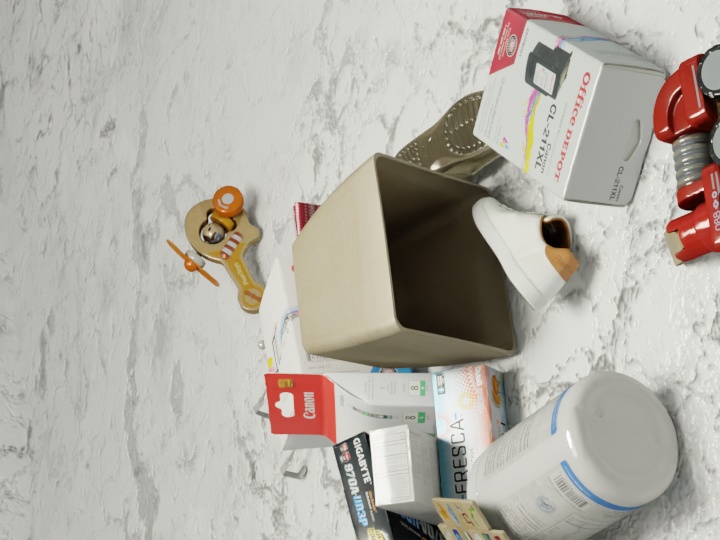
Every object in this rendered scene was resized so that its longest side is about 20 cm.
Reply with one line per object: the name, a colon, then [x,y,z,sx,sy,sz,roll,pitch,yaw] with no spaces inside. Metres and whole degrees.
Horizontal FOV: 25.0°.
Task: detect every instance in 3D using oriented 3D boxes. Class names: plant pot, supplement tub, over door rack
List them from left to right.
over door rack: [-0.101,0.167,2.243,0.148,0.066,0.202,60,137,48]
plant pot: [0.034,0.013,1.811,0.176,0.198,0.203,-26,63,39]
supplement tub: [0.204,0.193,1.581,0.200,0.130,0.134,-44,49,52]

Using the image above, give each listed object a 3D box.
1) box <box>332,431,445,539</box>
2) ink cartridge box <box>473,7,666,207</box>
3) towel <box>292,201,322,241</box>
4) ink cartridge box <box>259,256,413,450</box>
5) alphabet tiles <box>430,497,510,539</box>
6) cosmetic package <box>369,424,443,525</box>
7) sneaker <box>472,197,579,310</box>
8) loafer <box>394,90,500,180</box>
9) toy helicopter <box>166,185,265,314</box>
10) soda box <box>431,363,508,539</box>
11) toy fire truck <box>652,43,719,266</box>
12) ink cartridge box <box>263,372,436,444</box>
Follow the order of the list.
box: [0.045,0.288,1.821,0.046,0.200,0.160,-25,56,14]
ink cartridge box: [0.211,-0.170,1.665,0.200,0.082,0.147,45,125,56]
towel: [0.000,0.000,1.934,0.022,0.198,0.147,-23,67,44]
ink cartridge box: [-0.033,0.098,2.012,0.145,0.145,0.202,115,148,-57]
alphabet tiles: [0.136,0.300,1.634,0.167,0.006,0.200,57,164,-3]
cosmetic package: [0.068,0.228,1.783,0.050,0.200,0.084,-10,72,20]
sneaker: [0.184,-0.034,1.742,0.084,0.073,0.201,-40,32,8]
loafer: [0.120,-0.145,1.859,0.199,0.068,0.077,-27,64,41]
toy helicopter: [-0.202,-0.017,2.417,0.201,0.131,0.079,60,169,23]
soda box: [0.126,0.209,1.776,0.068,0.063,0.203,-11,73,23]
toy fire truck: [0.310,-0.084,1.449,0.199,0.128,0.178,-27,62,48]
ink cartridge box: [-0.010,0.174,1.875,0.162,0.197,0.051,89,180,-58]
